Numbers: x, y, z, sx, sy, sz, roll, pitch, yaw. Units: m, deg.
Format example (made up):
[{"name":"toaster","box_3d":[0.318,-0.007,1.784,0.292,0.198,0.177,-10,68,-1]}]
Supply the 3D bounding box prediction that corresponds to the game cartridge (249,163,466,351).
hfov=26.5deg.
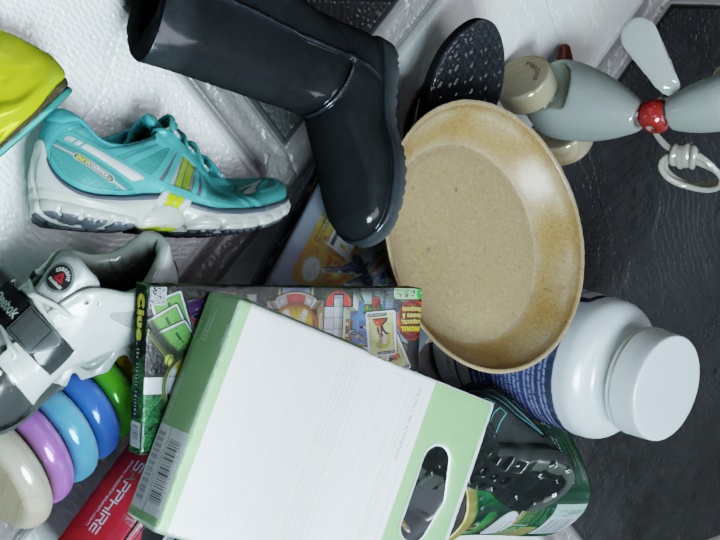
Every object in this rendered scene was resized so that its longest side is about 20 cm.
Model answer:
[{"name":"game cartridge","box_3d":[0.000,0.000,1.095,0.133,0.042,0.200,35,62,-18]}]

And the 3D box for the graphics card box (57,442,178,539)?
[{"name":"graphics card box","box_3d":[-0.126,0.192,1.033,0.126,0.051,0.200,-55,150,-17]}]

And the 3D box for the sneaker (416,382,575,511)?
[{"name":"sneaker","box_3d":[0.077,0.122,1.136,0.075,0.079,0.200,-43,136,17]}]

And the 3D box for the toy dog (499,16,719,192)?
[{"name":"toy dog","box_3d":[0.211,-0.146,1.225,0.132,0.200,0.096,75,31,-58]}]

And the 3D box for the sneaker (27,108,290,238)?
[{"name":"sneaker","box_3d":[-0.123,-0.062,0.992,0.200,0.077,0.080,5,86,-46]}]

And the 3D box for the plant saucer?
[{"name":"plant saucer","box_3d":[0.083,-0.023,1.113,0.200,0.035,0.201,9,75,-39]}]

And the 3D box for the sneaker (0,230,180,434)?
[{"name":"sneaker","box_3d":[-0.195,0.031,0.918,0.200,0.074,0.089,-30,143,-36]}]

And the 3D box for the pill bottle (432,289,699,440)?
[{"name":"pill bottle","box_3d":[0.162,0.068,1.207,0.111,0.200,0.111,-14,111,-40]}]

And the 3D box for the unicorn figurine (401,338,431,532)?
[{"name":"unicorn figurine","box_3d":[-0.004,0.077,1.141,0.200,0.074,0.137,49,61,-12]}]

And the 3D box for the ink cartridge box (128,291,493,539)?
[{"name":"ink cartridge box","box_3d":[-0.026,0.115,0.946,0.200,0.048,0.146,24,82,-31]}]

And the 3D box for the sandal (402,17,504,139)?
[{"name":"sandal","box_3d":[0.059,-0.101,1.180,0.075,0.045,0.200,-7,121,-37]}]

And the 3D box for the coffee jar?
[{"name":"coffee jar","box_3d":[0.090,0.167,1.233,0.200,0.104,0.085,4,143,-44]}]

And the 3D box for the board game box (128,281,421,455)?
[{"name":"board game box","box_3d":[-0.050,0.061,0.969,0.200,0.023,0.105,0,96,-32]}]

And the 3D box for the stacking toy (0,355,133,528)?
[{"name":"stacking toy","box_3d":[-0.165,0.075,0.988,0.200,0.085,0.086,-39,126,-35]}]

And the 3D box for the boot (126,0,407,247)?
[{"name":"boot","box_3d":[-0.060,-0.117,1.000,0.200,0.066,0.165,24,53,-43]}]

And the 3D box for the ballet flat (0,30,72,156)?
[{"name":"ballet flat","box_3d":[-0.250,-0.062,0.883,0.067,0.067,0.200,45,66,-19]}]
